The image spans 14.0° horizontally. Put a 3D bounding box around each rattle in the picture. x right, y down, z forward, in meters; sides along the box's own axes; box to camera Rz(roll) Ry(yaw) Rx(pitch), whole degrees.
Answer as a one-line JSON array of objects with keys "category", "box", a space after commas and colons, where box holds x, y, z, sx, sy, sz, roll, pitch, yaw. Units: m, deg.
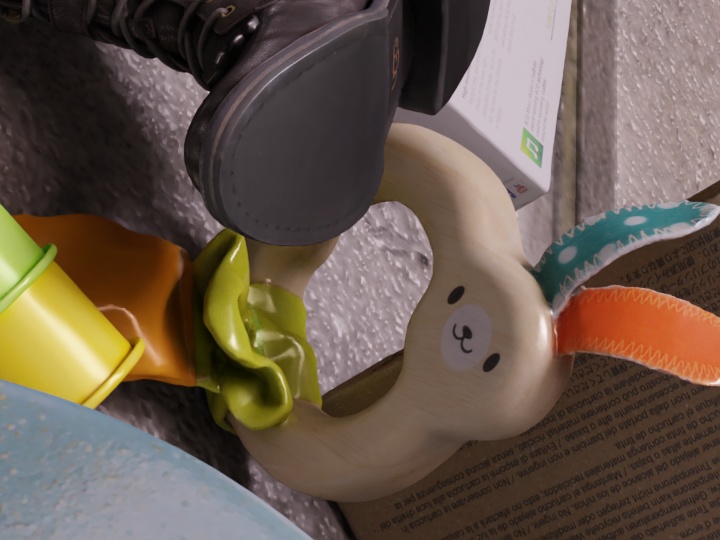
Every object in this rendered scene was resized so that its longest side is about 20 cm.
[{"category": "rattle", "box": [0.000, 0.000, 0.906, 0.143, 0.199, 0.131, 40, 69, -38]}]

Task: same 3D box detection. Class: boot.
[{"category": "boot", "box": [-0.065, -0.079, 0.940, 0.200, 0.173, 0.070, -44, 145, -57]}]

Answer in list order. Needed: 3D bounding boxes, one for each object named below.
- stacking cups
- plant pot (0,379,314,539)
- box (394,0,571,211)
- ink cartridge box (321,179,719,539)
[{"category": "stacking cups", "box": [-0.152, -0.030, 0.871, 0.200, 0.060, 0.061, 48, 37, -8]}, {"category": "plant pot", "box": [-0.098, 0.141, 0.673, 0.200, 0.196, 0.196, 46, 57, 11]}, {"category": "box", "box": [0.006, -0.132, 1.155, 0.200, 0.036, 0.145, 41, 39, -28]}, {"category": "ink cartridge box", "box": [0.100, 0.074, 0.985, 0.075, 0.200, 0.165, -29, 91, -55]}]
